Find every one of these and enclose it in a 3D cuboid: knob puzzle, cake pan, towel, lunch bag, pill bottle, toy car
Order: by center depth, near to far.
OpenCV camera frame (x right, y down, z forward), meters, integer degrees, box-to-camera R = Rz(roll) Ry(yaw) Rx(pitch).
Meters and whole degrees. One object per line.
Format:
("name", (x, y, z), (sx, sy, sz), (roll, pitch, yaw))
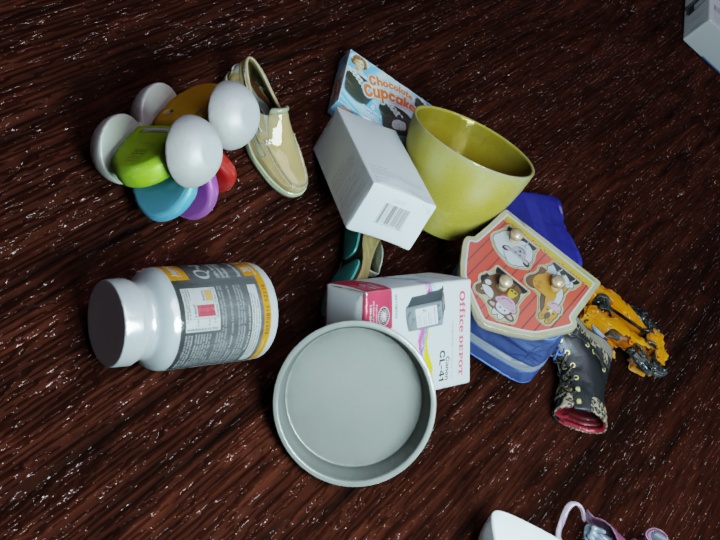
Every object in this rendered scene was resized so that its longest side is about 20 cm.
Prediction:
("pill bottle", (-0.201, 0.052, 1.179), (0.197, 0.116, 0.118), (-3, 67, -41))
("cake pan", (-0.007, 0.158, 1.249), (0.201, 0.200, 0.037), (47, 5, -6))
("toy car", (-0.218, -0.139, 1.272), (0.201, 0.172, 0.152), (-53, 138, -45))
("knob puzzle", (0.221, 0.014, 1.427), (0.215, 0.031, 0.223), (10, 52, -12))
("lunch bag", (0.213, 0.061, 1.494), (0.198, 0.133, 0.136), (34, 50, 8))
("towel", (0.266, -0.067, 1.694), (0.197, 0.050, 0.150), (9, 53, -35))

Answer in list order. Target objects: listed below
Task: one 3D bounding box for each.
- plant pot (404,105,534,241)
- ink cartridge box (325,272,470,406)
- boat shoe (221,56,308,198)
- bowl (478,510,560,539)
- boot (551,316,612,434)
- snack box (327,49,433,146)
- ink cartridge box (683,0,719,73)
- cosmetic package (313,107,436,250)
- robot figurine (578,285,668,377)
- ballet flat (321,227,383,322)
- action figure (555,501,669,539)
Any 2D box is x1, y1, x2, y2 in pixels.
("plant pot", (0.138, -0.131, 1.532), (0.197, 0.144, 0.201), (22, 26, -11))
("ink cartridge box", (0.051, 0.085, 1.353), (0.197, 0.085, 0.151), (-6, 100, -40))
("boat shoe", (-0.124, -0.199, 1.420), (0.071, 0.076, 0.202), (-27, 84, -45))
("bowl", (0.228, 0.426, 1.315), (0.198, 0.075, 0.201), (30, 27, -23))
("boot", (0.313, 0.149, 1.586), (0.199, 0.073, 0.153), (33, 48, -28))
("snack box", (0.045, -0.245, 1.616), (0.198, 0.037, 0.118), (30, 49, -23))
("ink cartridge box", (0.846, -0.590, 2.457), (0.144, 0.084, 0.202), (34, 49, -20))
("cosmetic package", (0.016, -0.132, 1.446), (0.111, 0.082, 0.201), (19, 29, -29))
("robot figurine", (0.431, 0.099, 1.712), (0.199, 0.058, 0.146), (35, 37, -18))
("ballet flat", (0.000, 0.000, 1.413), (0.063, 0.068, 0.202), (36, 48, -24))
("action figure", (0.374, 0.420, 1.480), (0.148, 0.136, 0.198), (31, 12, 40))
